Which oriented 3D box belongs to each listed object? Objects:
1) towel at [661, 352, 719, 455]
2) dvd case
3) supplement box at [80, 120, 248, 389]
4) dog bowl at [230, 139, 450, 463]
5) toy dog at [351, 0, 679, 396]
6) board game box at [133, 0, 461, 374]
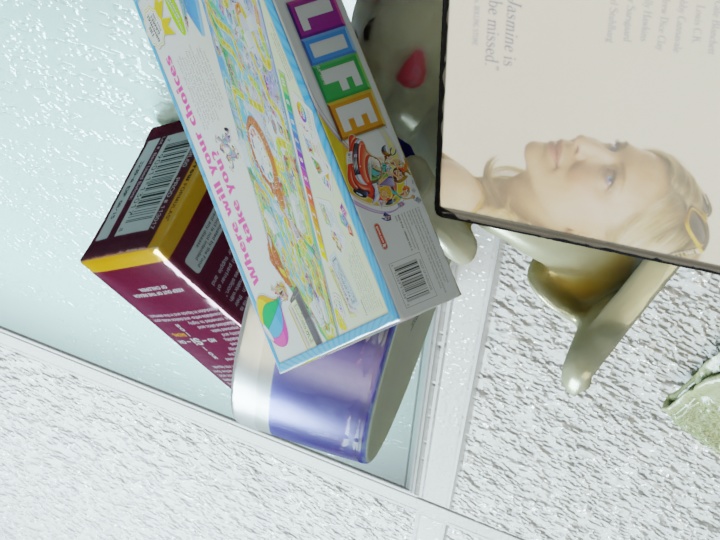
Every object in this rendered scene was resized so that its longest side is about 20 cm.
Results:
[{"bbox_3d":[0.294,0.106,1.105,0.198,0.037,0.149,28,153,-1],"label":"towel"},{"bbox_3d":[0.126,-0.066,0.719,0.198,0.018,0.144,12,125,16],"label":"dvd case"},{"bbox_3d":[-0.064,0.006,1.152,0.085,0.111,0.200,-7,138,47],"label":"supplement box"},{"bbox_3d":[0.000,0.000,0.992,0.078,0.202,0.201,18,152,7],"label":"dog bowl"},{"bbox_3d":[0.084,-0.079,0.856,0.199,0.194,0.140,38,132,4],"label":"toy dog"},{"bbox_3d":[-0.035,-0.062,0.832,0.134,0.034,0.202,-26,85,61],"label":"board game box"}]
